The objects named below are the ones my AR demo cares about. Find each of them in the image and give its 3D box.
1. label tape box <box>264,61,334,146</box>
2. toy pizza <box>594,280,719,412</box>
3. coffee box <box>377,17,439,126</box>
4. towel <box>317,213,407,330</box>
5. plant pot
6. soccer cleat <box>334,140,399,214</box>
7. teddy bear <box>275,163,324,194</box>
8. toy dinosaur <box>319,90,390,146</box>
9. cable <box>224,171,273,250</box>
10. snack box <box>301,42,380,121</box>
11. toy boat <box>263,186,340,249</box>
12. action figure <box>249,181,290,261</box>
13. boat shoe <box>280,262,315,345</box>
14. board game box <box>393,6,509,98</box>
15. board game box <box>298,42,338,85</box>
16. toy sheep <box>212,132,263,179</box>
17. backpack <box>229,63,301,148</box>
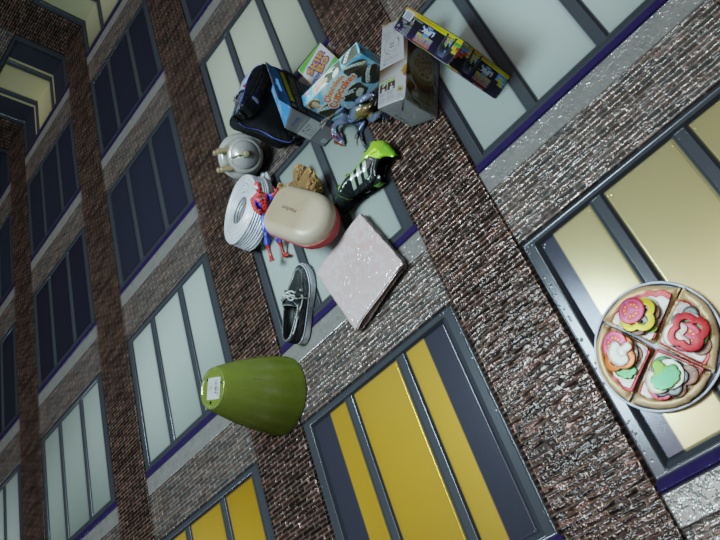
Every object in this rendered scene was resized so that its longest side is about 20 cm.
[{"bbox_3d":[-0.162,-0.409,1.697,0.063,0.199,0.145,-41,52,28],"label":"label tape box"},{"bbox_3d":[0.447,0.113,1.044,0.199,0.032,0.202,-16,67,41],"label":"toy pizza"},{"bbox_3d":[0.107,-0.434,1.496,0.079,0.114,0.202,-10,71,43],"label":"coffee box"},{"bbox_3d":[0.000,0.000,1.531,0.192,0.032,0.200,-53,47,18],"label":"towel"},{"bbox_3d":[-0.260,0.280,1.587,0.186,0.199,0.189,-16,66,41],"label":"plant pot"},{"bbox_3d":[0.011,-0.202,1.562,0.081,0.067,0.201,45,110,29],"label":"soccer cleat"},{"bbox_3d":[-0.156,-0.191,1.733,0.200,0.066,0.146,-37,49,40],"label":"teddy bear"},{"bbox_3d":[0.001,-0.365,1.638,0.200,0.105,0.181,-45,22,-24],"label":"toy dinosaur"},{"bbox_3d":[-0.298,-0.156,1.830,0.201,0.069,0.201,-58,34,23],"label":"cable"},{"bbox_3d":[-0.034,-0.444,1.640,0.200,0.116,0.037,-36,55,33],"label":"snack box"},{"bbox_3d":[-0.124,-0.111,1.620,0.199,0.131,0.131,21,79,41],"label":"toy boat"},{"bbox_3d":[-0.225,-0.129,1.705,0.099,0.065,0.202,-19,89,70],"label":"action figure"},{"bbox_3d":[-0.158,0.075,1.640,0.073,0.068,0.201,-5,74,44],"label":"boat shoe"},{"bbox_3d":[0.182,-0.440,1.384,0.057,0.165,0.200,-54,47,16],"label":"board game box"},{"bbox_3d":[-0.093,-0.517,1.780,0.096,0.030,0.200,-48,46,12],"label":"board game box"},{"bbox_3d":[-0.330,-0.312,1.878,0.139,0.137,0.200,-69,22,4],"label":"toy sheep"},{"bbox_3d":[-0.246,-0.438,1.818,0.154,0.199,0.192,5,77,59],"label":"backpack"}]
